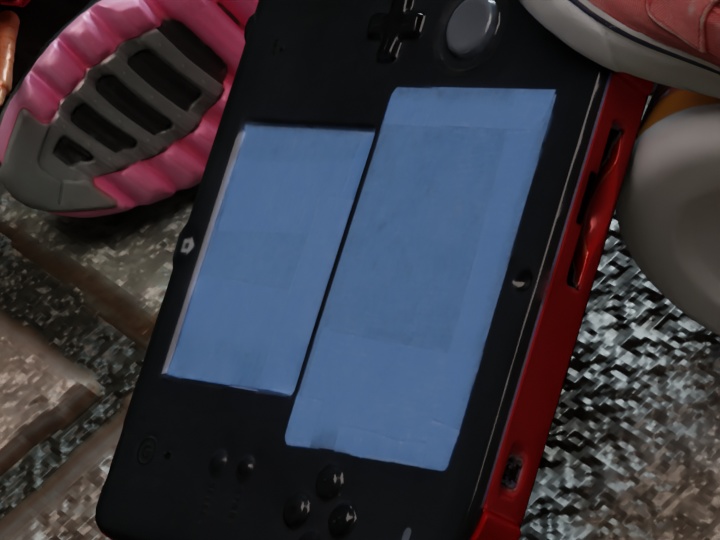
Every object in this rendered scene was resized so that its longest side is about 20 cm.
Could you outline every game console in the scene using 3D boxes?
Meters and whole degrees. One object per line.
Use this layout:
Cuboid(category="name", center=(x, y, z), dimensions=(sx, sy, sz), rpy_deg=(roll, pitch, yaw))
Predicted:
Cuboid(category="game console", center=(0.000, 0.000, 0.894), dimensions=(0.177, 0.031, 0.200), rpy_deg=(8, 76, 45))

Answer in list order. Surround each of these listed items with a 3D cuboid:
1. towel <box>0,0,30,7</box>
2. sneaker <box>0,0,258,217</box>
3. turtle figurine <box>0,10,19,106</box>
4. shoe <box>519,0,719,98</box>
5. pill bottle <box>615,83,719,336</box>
Cuboid(category="towel", center=(-0.151, -0.129, 1.105), dimensions=(0.144, 0.023, 0.200), rpy_deg=(-6, 19, 20))
Cuboid(category="sneaker", center=(-0.066, -0.096, 1.073), dimensions=(0.200, 0.079, 0.095), rpy_deg=(-46, 23, -18))
Cuboid(category="turtle figurine", center=(-0.195, -0.046, 1.075), dimensions=(0.161, 0.064, 0.200), rpy_deg=(-29, 24, -5))
Cuboid(category="shoe", center=(0.122, -0.088, 0.793), dimensions=(0.200, 0.091, 0.071), rpy_deg=(32, 61, 22))
Cuboid(category="pill bottle", center=(0.163, -0.077, 0.911), dimensions=(0.112, 0.112, 0.200), rpy_deg=(7, 52, 29))
